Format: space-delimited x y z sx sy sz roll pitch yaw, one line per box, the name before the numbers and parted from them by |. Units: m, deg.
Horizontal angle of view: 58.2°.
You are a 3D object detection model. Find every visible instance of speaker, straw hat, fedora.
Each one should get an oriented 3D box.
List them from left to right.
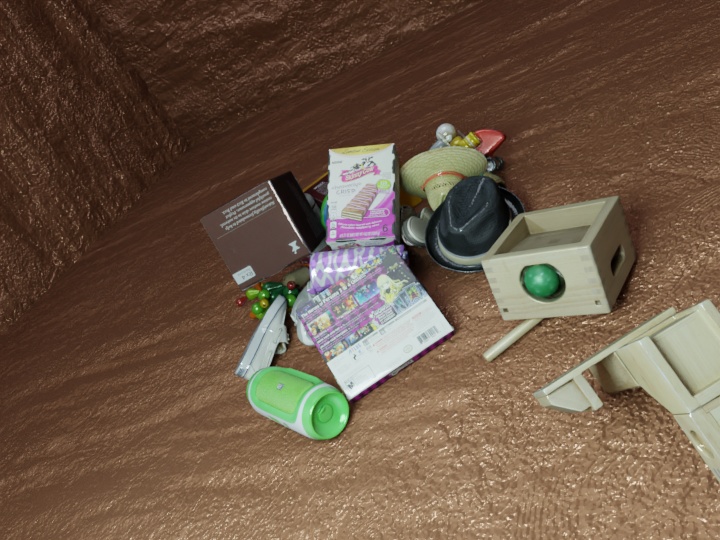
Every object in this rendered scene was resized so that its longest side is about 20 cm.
speaker | -0.104 0.208 1.036 0.088 0.089 0.200 -46 28 -25
straw hat | 0.173 -0.161 1.317 0.201 0.201 0.085 -19 65 28
fedora | 0.197 -0.097 1.143 0.200 0.092 0.201 -10 51 13

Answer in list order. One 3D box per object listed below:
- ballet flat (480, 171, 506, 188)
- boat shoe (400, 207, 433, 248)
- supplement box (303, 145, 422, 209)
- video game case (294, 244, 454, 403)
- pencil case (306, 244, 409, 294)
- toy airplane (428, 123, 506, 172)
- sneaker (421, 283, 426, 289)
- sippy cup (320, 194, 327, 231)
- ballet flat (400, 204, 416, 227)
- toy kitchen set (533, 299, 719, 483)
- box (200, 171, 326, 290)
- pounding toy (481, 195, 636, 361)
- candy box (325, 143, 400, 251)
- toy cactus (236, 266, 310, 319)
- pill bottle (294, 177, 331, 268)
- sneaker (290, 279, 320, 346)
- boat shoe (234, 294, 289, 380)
ballet flat | 0.223 -0.118 1.263 0.071 0.071 0.200 2 45 51
boat shoe | 0.112 -0.074 1.279 0.057 0.067 0.200 -42 1 22
supplement box | -0.001 -0.178 1.537 0.197 0.133 0.200 -38 26 -10
video game case | 0.021 0.084 1.048 0.200 0.036 0.181 -34 66 -1
pencil case | 0.000 0.000 1.234 0.199 0.084 0.086 -4 69 15
toy airplane | 0.197 -0.249 1.417 0.199 0.141 0.200 -24 1 -16
sneaker | 0.020 0.074 1.137 0.199 0.076 0.114 -39 32 0
sippy cup | -0.001 -0.113 1.368 0.139 0.178 0.130 -26 21 -15
ballet flat | 0.066 -0.078 1.383 0.067 0.046 0.200 -11 34 40
toy kitchen set | 0.303 0.159 0.669 0.163 0.181 0.200 -31 -14 -2
box | -0.190 -0.087 1.322 0.166 0.165 0.200 -27 9 11
pounding toy | 0.270 0.013 0.920 0.184 0.142 0.200 -9 24 40
candy box | 0.006 -0.142 1.260 0.136 0.061 0.201 -4 70 11
toy cactus | -0.184 0.038 1.435 0.165 0.102 0.200 -36 12 -31
pill bottle | -0.135 -0.107 1.488 0.109 0.200 0.110 -27 26 14
sneaker | -0.098 0.094 1.269 0.082 0.075 0.200 -43 17 20
boat shoe | -0.175 0.136 1.268 0.071 0.070 0.200 -51 13 44
